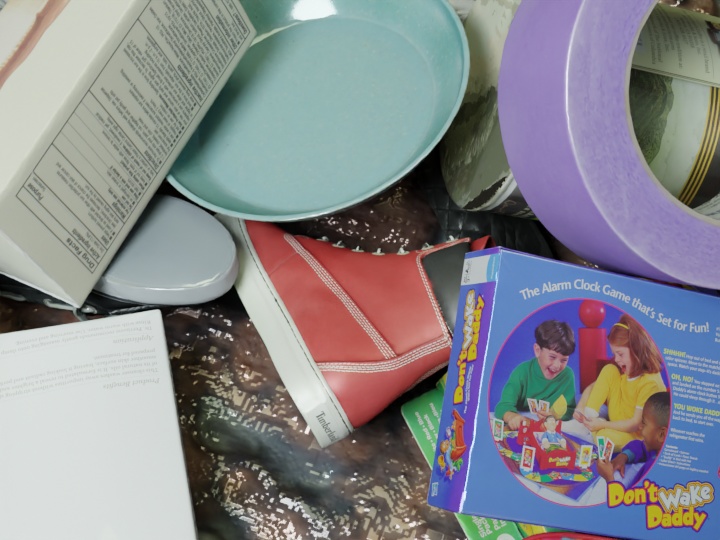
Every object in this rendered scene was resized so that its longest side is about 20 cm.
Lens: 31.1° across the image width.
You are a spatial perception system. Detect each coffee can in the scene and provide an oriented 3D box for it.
[{"bbox_3d":[0.167,-0.093,0.796,0.199,0.147,0.147,9,53,-18],"label":"coffee can"}]

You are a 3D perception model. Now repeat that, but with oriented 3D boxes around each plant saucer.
[{"bbox_3d":[-0.031,-0.104,0.778,0.199,0.036,0.201,-7,57,10],"label":"plant saucer"}]

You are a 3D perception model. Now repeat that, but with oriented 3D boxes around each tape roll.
[{"bbox_3d":[0.179,-0.092,0.679,0.199,0.085,0.201,-2,95,-17],"label":"tape roll"}]

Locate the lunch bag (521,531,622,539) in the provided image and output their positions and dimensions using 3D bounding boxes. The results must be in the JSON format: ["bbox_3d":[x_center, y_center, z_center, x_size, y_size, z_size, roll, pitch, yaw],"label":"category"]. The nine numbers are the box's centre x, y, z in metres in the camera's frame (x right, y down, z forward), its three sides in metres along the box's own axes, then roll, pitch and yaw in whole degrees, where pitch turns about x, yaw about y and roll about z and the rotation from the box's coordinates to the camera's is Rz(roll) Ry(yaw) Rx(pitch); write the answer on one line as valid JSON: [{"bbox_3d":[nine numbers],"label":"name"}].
[{"bbox_3d":[0.146,0.235,0.636,0.175,0.082,0.201,8,54,2],"label":"lunch bag"}]

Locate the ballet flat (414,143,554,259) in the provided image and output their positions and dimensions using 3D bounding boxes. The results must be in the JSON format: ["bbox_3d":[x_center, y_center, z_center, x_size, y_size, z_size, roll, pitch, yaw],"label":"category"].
[{"bbox_3d":[0.083,-0.011,0.836,0.066,0.057,0.201,0,59,-25],"label":"ballet flat"}]

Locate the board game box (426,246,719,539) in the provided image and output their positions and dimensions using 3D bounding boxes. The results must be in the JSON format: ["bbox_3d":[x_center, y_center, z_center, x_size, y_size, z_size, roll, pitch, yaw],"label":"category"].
[{"bbox_3d":[0.144,0.074,0.689,0.199,0.045,0.135,12,83,-18],"label":"board game box"}]

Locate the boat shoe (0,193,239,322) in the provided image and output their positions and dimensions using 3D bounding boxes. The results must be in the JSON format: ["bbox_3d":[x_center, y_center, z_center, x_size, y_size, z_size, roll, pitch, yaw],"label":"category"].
[{"bbox_3d":[-0.160,-0.001,0.780,0.198,0.068,0.074,4,49,18],"label":"boat shoe"}]

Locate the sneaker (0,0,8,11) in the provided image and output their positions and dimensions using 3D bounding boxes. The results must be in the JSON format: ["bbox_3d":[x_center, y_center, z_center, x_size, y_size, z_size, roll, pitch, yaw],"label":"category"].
[{"bbox_3d":[-0.250,-0.226,0.862,0.087,0.075,0.200,-42,54,-4],"label":"sneaker"}]

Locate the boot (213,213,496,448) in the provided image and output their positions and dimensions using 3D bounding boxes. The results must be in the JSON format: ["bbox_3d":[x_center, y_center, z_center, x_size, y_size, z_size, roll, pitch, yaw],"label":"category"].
[{"bbox_3d":[0.000,0.000,0.767,0.144,0.073,0.200,-31,43,-5],"label":"boot"}]

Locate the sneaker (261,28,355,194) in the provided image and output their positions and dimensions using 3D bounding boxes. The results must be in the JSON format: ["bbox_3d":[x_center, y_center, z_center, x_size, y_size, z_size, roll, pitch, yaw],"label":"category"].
[{"bbox_3d":[-0.026,-0.114,0.844,0.077,0.082,0.200,5,36,15],"label":"sneaker"}]

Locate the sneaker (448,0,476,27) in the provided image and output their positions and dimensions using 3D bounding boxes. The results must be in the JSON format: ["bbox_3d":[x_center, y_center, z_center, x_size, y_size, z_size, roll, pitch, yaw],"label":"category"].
[{"bbox_3d":[0.094,-0.164,0.898,0.199,0.076,0.114,22,42,-21],"label":"sneaker"}]

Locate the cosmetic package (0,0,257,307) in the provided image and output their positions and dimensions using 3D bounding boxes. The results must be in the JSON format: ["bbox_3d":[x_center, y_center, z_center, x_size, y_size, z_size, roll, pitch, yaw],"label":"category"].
[{"bbox_3d":[-0.156,-0.096,0.726,0.087,0.103,0.200,19,68,29],"label":"cosmetic package"}]

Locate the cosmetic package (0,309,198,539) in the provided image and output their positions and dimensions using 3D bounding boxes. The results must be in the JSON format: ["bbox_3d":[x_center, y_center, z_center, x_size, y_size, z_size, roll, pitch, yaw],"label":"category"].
[{"bbox_3d":[-0.145,0.129,0.698,0.112,0.081,0.201,-7,57,-8],"label":"cosmetic package"}]

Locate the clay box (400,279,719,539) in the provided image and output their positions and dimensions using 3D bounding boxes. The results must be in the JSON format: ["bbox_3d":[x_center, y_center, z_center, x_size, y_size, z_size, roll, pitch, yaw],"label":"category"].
[{"bbox_3d":[0.135,0.080,0.750,0.199,0.048,0.115,-25,76,-20],"label":"clay box"}]
